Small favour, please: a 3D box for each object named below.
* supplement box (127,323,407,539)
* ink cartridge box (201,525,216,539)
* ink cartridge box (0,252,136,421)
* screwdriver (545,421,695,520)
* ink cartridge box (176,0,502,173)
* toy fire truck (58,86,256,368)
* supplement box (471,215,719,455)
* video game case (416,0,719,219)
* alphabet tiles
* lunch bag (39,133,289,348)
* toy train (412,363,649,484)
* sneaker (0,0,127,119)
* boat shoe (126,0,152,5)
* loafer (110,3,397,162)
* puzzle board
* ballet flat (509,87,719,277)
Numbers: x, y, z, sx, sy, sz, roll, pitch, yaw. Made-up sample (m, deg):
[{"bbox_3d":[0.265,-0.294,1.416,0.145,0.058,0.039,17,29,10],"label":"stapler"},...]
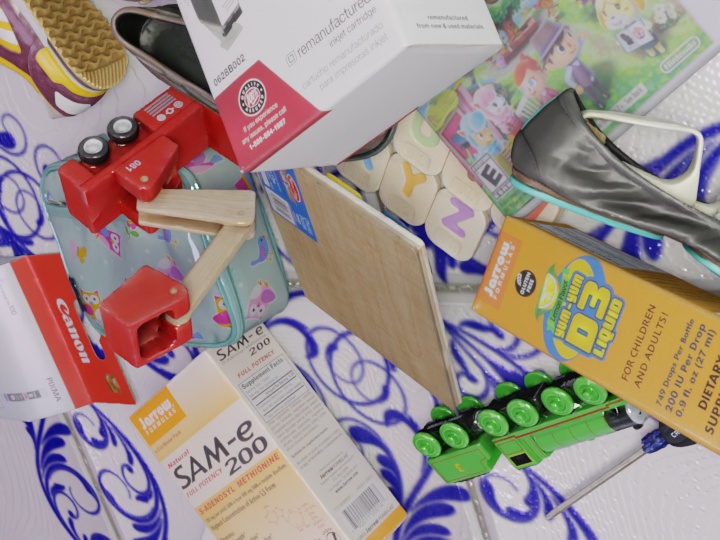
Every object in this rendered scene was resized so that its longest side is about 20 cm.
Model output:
[{"bbox_3d":[-0.076,0.156,1.012,0.200,0.073,0.126,52,129,3],"label":"supplement box"},{"bbox_3d":[-0.081,0.266,1.127,0.162,0.050,0.201,13,128,35],"label":"ink cartridge box"},{"bbox_3d":[-0.316,0.065,1.203,0.200,0.057,0.163,0,117,47],"label":"ink cartridge box"},{"bbox_3d":[0.170,0.118,0.812,0.029,0.028,0.200,29,138,-17],"label":"screwdriver"},{"bbox_3d":[-0.032,-0.175,0.701,0.147,0.083,0.201,-32,75,42],"label":"ink cartridge box"},{"bbox_3d":[-0.117,-0.045,0.831,0.141,0.200,0.049,36,150,23],"label":"toy fire truck"},{"bbox_3d":[0.155,0.035,0.692,0.200,0.069,0.067,31,107,45],"label":"supplement box"},{"bbox_3d":[0.090,-0.148,0.696,0.182,0.022,0.200,51,134,4],"label":"video game case"},{"bbox_3d":[0.048,-0.102,0.785,0.200,0.015,0.196,38,136,17],"label":"alphabet tiles"},{"bbox_3d":[-0.158,-0.025,0.975,0.200,0.077,0.161,2,119,41],"label":"lunch bag"},{"bbox_3d":[0.111,0.102,0.851,0.056,0.042,0.200,50,139,-12],"label":"toy train"},{"bbox_3d":[-0.261,-0.204,0.947,0.090,0.075,0.200,-26,98,43],"label":"sneaker"},{"bbox_3d":[-0.154,-0.216,0.858,0.199,0.072,0.065,16,164,20],"label":"boat shoe"},{"bbox_3d":[-0.073,-0.120,0.804,0.200,0.063,0.072,24,99,24],"label":"loafer"},{"bbox_3d":[0.000,0.000,0.835,0.151,0.017,0.200,36,160,29],"label":"puzzle board"},{"bbox_3d":[0.175,-0.034,0.665,0.200,0.068,0.069,26,106,-4],"label":"ballet flat"}]
